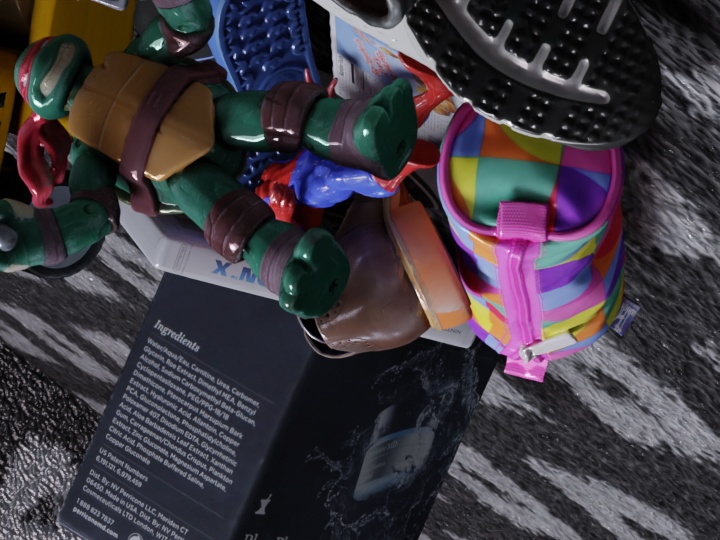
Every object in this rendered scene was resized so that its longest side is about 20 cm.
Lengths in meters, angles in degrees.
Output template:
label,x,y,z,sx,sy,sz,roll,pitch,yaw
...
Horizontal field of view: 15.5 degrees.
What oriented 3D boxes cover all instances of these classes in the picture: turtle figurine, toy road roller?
label,x,y,z,sx,sy,sz,roll,pitch,yaw
turtle figurine,-0.084,-0.061,1.065,0.200,0.150,0.101,23,-171,21
toy road roller,-0.206,-0.091,1.335,0.146,0.200,0.123,8,-174,-36

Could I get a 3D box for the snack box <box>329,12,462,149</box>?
label,x,y,z,sx,sy,sz,roll,pitch,yaw
snack box,0.022,-0.099,1.156,0.072,0.024,0.200,32,168,8

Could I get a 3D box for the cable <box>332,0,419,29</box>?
label,x,y,z,sx,sy,sz,roll,pitch,yaw
cable,-0.034,-0.151,0.972,0.200,0.050,0.097,22,137,35

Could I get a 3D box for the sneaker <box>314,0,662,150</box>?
label,x,y,z,sx,sy,sz,roll,pitch,yaw
sneaker,0.034,-0.111,1.005,0.200,0.074,0.080,36,-176,18

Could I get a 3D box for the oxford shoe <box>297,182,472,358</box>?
label,x,y,z,sx,sy,sz,roll,pitch,yaw
oxford shoe,0.000,0.000,1.229,0.200,0.073,0.071,-137,22,-85

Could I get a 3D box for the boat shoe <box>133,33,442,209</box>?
label,x,y,z,sx,sy,sz,roll,pitch,yaw
boat shoe,-0.039,-0.070,1.347,0.200,0.064,0.071,28,167,26

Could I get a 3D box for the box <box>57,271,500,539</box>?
label,x,y,z,sx,sy,sz,roll,pitch,yaw
box,-0.039,0.086,1.509,0.117,0.200,0.197,27,-172,32

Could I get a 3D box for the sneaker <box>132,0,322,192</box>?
label,x,y,z,sx,sy,sz,roll,pitch,yaw
sneaker,-0.065,-0.099,1.245,0.078,0.070,0.200,44,154,27

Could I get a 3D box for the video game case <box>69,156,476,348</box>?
label,x,y,z,sx,sy,sz,roll,pitch,yaw
video game case,-0.052,-0.023,1.394,0.182,0.022,0.200,15,-166,-26

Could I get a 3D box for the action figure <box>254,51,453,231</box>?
label,x,y,z,sx,sy,sz,roll,pitch,yaw
action figure,-0.016,-0.047,1.177,0.052,0.065,0.200,23,158,-14

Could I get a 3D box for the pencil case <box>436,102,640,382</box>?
label,x,y,z,sx,sy,sz,roll,pitch,yaw
pencil case,0.080,-0.016,1.185,0.088,0.088,0.200,31,168,16
